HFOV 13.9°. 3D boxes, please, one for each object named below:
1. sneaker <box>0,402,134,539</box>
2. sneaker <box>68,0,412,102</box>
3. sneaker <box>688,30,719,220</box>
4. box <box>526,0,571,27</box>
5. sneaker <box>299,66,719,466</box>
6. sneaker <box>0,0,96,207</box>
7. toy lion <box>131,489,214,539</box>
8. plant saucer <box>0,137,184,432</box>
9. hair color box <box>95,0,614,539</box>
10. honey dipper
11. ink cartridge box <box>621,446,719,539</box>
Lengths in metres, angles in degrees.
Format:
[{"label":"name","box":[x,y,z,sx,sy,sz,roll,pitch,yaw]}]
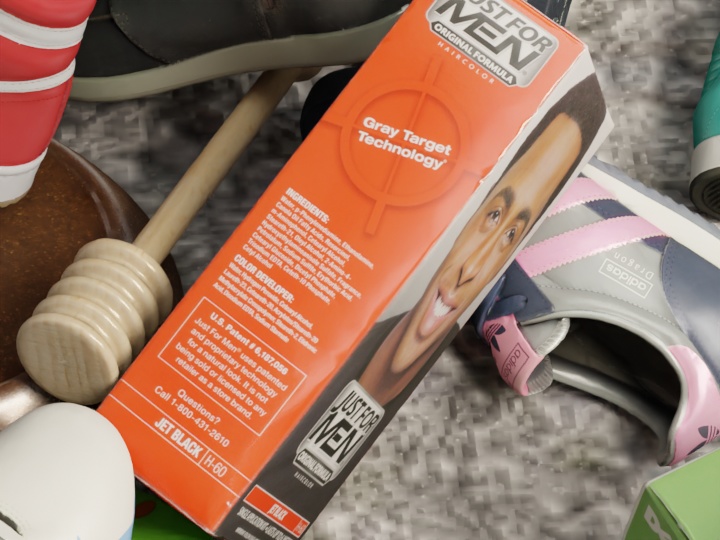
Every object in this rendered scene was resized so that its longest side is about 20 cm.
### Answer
[{"label":"sneaker","box":[-0.132,0.114,0.886,0.072,0.073,0.200,31,61,12]},{"label":"sneaker","box":[-0.061,-0.127,1.058,0.199,0.107,0.075,-6,26,37]},{"label":"sneaker","box":[0.225,-0.076,1.123,0.199,0.084,0.121,4,68,-3]},{"label":"box","box":[0.013,-0.162,1.079,0.157,0.200,0.051,25,49,9]},{"label":"sneaker","box":[0.055,-0.003,1.062,0.200,0.070,0.082,27,57,12]},{"label":"sneaker","box":[-0.185,-0.104,0.991,0.199,0.113,0.071,20,37,-14]},{"label":"toy lion","box":[-0.134,0.111,0.983,0.199,0.069,0.192,3,51,-5]},{"label":"plant saucer","box":[-0.160,0.004,1.029,0.199,0.035,0.201,4,44,-4]},{"label":"hair color box","box":[0.000,0.000,0.996,0.061,0.102,0.200,36,87,16]},{"label":"honey dipper","box":[-0.059,-0.030,1.028,0.038,0.038,0.200,23,45,8]},{"label":"ink cartridge box","box":[0.138,0.091,0.936,0.104,0.200,0.059,-24,63,-20]}]
